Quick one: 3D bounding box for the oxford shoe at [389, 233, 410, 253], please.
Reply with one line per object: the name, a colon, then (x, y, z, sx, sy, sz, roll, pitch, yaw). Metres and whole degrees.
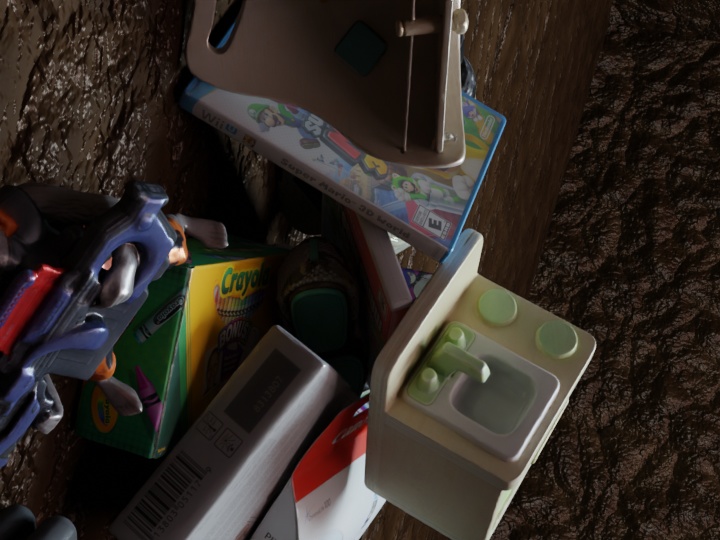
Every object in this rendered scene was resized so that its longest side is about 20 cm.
oxford shoe: (0.038, -0.052, 1.063, 0.076, 0.058, 0.200, 60, 30, 2)

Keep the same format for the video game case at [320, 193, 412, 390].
video game case: (0.000, 0.000, 0.861, 0.200, 0.017, 0.144, 96, -24, -66)

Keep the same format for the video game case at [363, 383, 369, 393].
video game case: (-0.030, 0.124, 1.087, 0.182, 0.023, 0.200, -48, 163, -1)

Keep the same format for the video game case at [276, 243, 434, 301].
video game case: (0.029, 0.028, 1.060, 0.200, 0.179, 0.036, 44, 58, -73)

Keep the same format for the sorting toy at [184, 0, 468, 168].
sorting toy: (-0.022, -0.170, 0.701, 0.107, 0.178, 0.201, -94, -176, -47)

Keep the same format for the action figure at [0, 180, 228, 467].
action figure: (-0.162, 0.025, 0.574, 0.200, 0.104, 0.193, -50, 159, 4)

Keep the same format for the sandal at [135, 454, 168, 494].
sandal: (-0.145, 0.212, 0.832, 0.075, 0.045, 0.202, 60, 45, -68)

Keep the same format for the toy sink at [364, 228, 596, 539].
toy sink: (0.084, 0.091, 0.820, 0.131, 0.111, 0.201, -54, 162, -29)

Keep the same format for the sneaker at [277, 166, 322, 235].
sneaker: (-0.003, -0.146, 0.957, 0.146, 0.076, 0.204, -45, 157, -44)

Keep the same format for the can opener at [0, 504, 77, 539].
can opener: (-0.202, 0.169, 0.558, 0.200, 0.052, 0.067, -44, 144, -65)

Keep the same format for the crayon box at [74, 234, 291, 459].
crayon box: (-0.110, 0.042, 0.783, 0.200, 0.058, 0.120, -14, 117, -74)

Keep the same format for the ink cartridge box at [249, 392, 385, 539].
ink cartridge box: (-0.014, 0.169, 0.890, 0.201, 0.047, 0.160, -57, 164, 24)

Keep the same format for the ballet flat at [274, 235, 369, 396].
ballet flat: (-0.029, 0.045, 0.866, 0.201, 0.071, 0.072, 92, 18, -52)

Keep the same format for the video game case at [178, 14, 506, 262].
video game case: (-0.005, -0.107, 0.789, 0.018, 0.199, 0.144, -54, -173, 50)

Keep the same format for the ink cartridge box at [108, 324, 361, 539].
ink cartridge box: (-0.074, 0.127, 0.795, 0.163, 0.057, 0.200, -52, 171, -5)

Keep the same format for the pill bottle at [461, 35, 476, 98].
pill bottle: (0.058, -0.152, 1.144, 0.201, 0.111, 0.113, 85, 23, -52)

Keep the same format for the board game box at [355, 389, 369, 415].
board game box: (-0.019, 0.175, 1.129, 0.135, 0.034, 0.200, -55, 162, 21)
